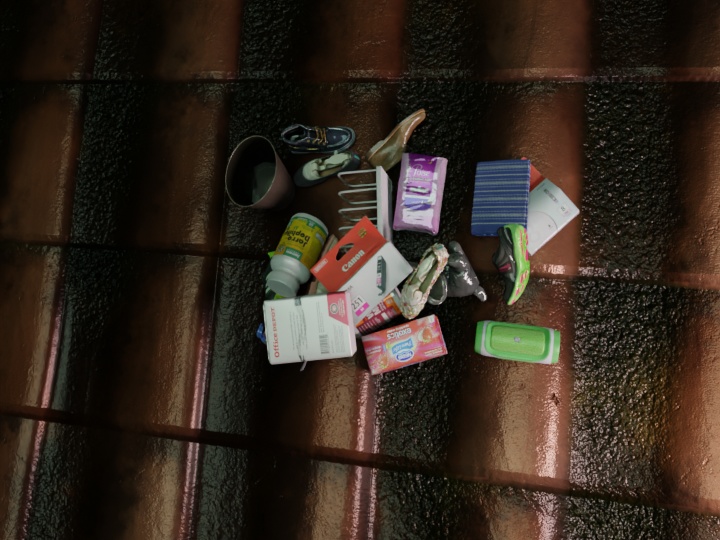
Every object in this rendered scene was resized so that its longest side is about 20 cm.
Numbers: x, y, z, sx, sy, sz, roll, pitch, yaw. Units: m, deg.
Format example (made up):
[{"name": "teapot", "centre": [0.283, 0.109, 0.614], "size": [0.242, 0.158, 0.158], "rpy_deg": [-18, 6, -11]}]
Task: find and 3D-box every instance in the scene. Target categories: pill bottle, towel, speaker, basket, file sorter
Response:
[{"name": "pill bottle", "centre": [-0.167, -0.037, 1.610], "size": [0.110, 0.114, 0.203], "rpy_deg": [16, 63, 14]}, {"name": "pill bottle", "centre": [0.011, 0.104, 1.586], "size": [0.197, 0.109, 0.111], "rpy_deg": [-31, 77, 7]}, {"name": "towel", "centre": [0.355, -0.183, 1.568], "size": [0.141, 0.024, 0.205], "rpy_deg": [1, 72, 24]}, {"name": "speaker", "centre": [0.378, 0.173, 1.506], "size": [0.195, 0.088, 0.091], "rpy_deg": [6, 84, 13]}, {"name": "basket", "centre": [-0.254, -0.237, 1.644], "size": [0.133, 0.200, 0.185], "rpy_deg": [15, 87, 13]}, {"name": "file sorter", "centre": [0.013, -0.145, 1.605], "size": [0.121, 0.139, 0.206], "rpy_deg": [-4, 82, 15]}]

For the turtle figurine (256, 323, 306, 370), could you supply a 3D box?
[{"name": "turtle figurine", "centre": [-0.146, 0.140, 1.577], "size": [0.191, 0.199, 0.147], "rpy_deg": [-20, 55, 30]}]

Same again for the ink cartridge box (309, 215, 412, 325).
[{"name": "ink cartridge box", "centre": [0.000, 0.000, 1.499], "size": [0.200, 0.044, 0.174], "rpy_deg": [-43, 94, 7]}]

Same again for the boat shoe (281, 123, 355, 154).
[{"name": "boat shoe", "centre": [-0.115, -0.359, 1.685], "size": [0.195, 0.091, 0.073], "rpy_deg": [-6, 81, 12]}]

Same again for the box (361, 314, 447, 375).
[{"name": "box", "centre": [0.111, 0.187, 1.559], "size": [0.195, 0.095, 0.102], "rpy_deg": [-17, 80, 10]}]

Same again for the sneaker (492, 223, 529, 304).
[{"name": "sneaker", "centre": [0.367, -0.017, 1.526], "size": [0.082, 0.076, 0.205], "rpy_deg": [10, 111, 38]}]

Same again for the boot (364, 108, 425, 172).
[{"name": "boot", "centre": [0.107, -0.342, 1.648], "size": [0.199, 0.073, 0.076], "rpy_deg": [-43, 83, 14]}]

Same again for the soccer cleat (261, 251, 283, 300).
[{"name": "soccer cleat", "centre": [-0.232, 0.044, 1.674], "size": [0.079, 0.067, 0.205], "rpy_deg": [-1, 71, 29]}]

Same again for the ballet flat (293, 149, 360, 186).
[{"name": "ballet flat", "centre": [-0.098, -0.282, 1.683], "size": [0.195, 0.073, 0.075], "rpy_deg": [-15, 80, 11]}]

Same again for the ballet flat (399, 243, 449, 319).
[{"name": "ballet flat", "centre": [0.140, 0.025, 1.481], "size": [0.075, 0.064, 0.203], "rpy_deg": [32, 105, 24]}]

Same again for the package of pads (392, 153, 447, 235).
[{"name": "package of pads", "centre": [0.155, -0.197, 1.610], "size": [0.117, 0.076, 0.206], "rpy_deg": [7, 84, 11]}]

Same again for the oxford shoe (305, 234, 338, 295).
[{"name": "oxford shoe", "centre": [-0.089, 0.006, 1.655], "size": [0.072, 0.071, 0.205], "rpy_deg": [19, 86, -12]}]

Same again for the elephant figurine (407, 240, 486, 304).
[{"name": "elephant figurine", "centre": [0.185, 0.028, 1.555], "size": [0.197, 0.142, 0.157], "rpy_deg": [-30, 45, 11]}]

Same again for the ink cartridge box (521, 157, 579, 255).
[{"name": "ink cartridge box", "centre": [0.421, -0.165, 1.560], "size": [0.162, 0.057, 0.201], "rpy_deg": [-41, 81, 5]}]

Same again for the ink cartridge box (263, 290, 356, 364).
[{"name": "ink cartridge box", "centre": [-0.117, 0.131, 1.445], "size": [0.194, 0.084, 0.149], "rpy_deg": [-7, 90, 7]}]
